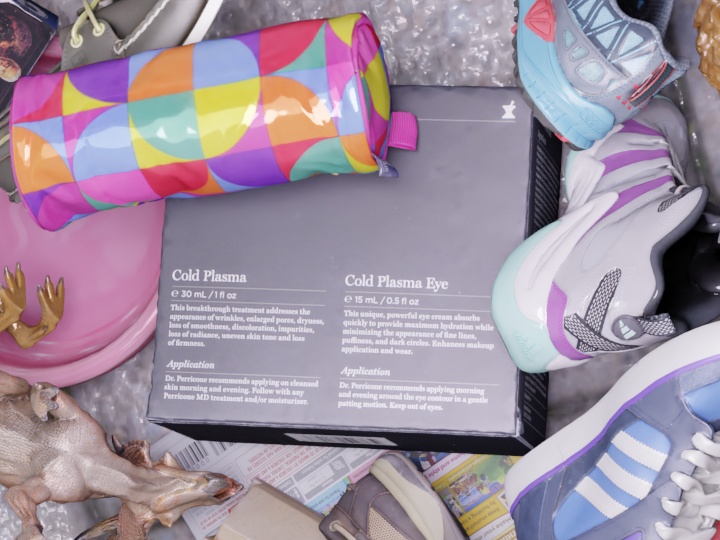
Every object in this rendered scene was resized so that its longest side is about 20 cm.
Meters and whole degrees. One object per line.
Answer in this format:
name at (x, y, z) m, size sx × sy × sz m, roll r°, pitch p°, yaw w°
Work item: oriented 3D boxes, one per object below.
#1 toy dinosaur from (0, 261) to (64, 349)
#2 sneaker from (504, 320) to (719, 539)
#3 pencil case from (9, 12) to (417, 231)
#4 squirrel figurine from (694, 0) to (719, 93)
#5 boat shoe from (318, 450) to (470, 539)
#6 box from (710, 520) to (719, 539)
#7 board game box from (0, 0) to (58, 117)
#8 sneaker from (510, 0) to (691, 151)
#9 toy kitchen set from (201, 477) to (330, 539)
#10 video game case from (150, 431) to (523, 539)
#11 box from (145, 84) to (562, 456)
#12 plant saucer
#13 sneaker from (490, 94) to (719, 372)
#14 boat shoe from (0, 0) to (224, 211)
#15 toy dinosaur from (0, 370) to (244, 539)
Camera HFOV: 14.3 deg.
toy dinosaur at (-0.220, 0.033, 1.606) m, size 0.106 × 0.060 × 0.200 m, roll -10°, pitch 104°, yaw 27°
sneaker at (0.158, 0.127, 1.394) m, size 0.200 × 0.080 × 0.147 m, roll -39°, pitch 56°, yaw 36°
pencil case at (-0.077, -0.073, 1.455) m, size 0.200 × 0.088 × 0.089 m, roll -7°, pitch 87°, yaw 11°
squirrel figurine at (0.275, -0.124, 1.444) m, size 0.186 × 0.142 × 0.200 m, roll 33°, pitch 115°, yaw 7°
boat shoe at (0.046, 0.184, 1.498) m, size 0.073 × 0.075 × 0.200 m, roll -37°, pitch 51°, yaw -1°
box at (0.212, 0.177, 1.472) m, size 0.100 × 0.095 × 0.200 m, roll 22°, pitch 97°, yaw 18°
board game box at (-0.277, -0.091, 1.598) m, size 0.135 × 0.035 × 0.200 m, roll 31°, pitch 101°, yaw -15°
sneaker at (0.129, -0.157, 1.487) m, size 0.095 × 0.079 × 0.200 m, roll -27°, pitch 52°, yaw 28°
toy kitchen set at (-0.085, 0.206, 1.511) m, size 0.200 × 0.180 × 0.163 m, roll 29°, pitch 98°, yaw 19°
video game case at (0.005, 0.122, 1.588) m, size 0.200 × 0.022 × 0.182 m, roll -35°, pitch 78°, yaw 15°
box at (0.000, 0.000, 1.521) m, size 0.199 × 0.104 × 0.183 m, roll 2°, pitch 82°, yaw 12°
plant saucer at (-0.178, -0.033, 1.640) m, size 0.200 × 0.051 × 0.201 m, roll 0°, pitch 90°, yaw 20°
sneaker at (0.164, -0.024, 1.444) m, size 0.140 × 0.200 × 0.078 m, roll -7°, pitch 127°, yaw 36°
boat shoe at (-0.138, -0.108, 1.535) m, size 0.060 × 0.072 × 0.202 m, roll 36°, pitch 123°, yaw -12°
toy dinosaur at (-0.176, 0.096, 1.553) m, size 0.200 × 0.136 × 0.086 m, roll 31°, pitch 90°, yaw 18°
